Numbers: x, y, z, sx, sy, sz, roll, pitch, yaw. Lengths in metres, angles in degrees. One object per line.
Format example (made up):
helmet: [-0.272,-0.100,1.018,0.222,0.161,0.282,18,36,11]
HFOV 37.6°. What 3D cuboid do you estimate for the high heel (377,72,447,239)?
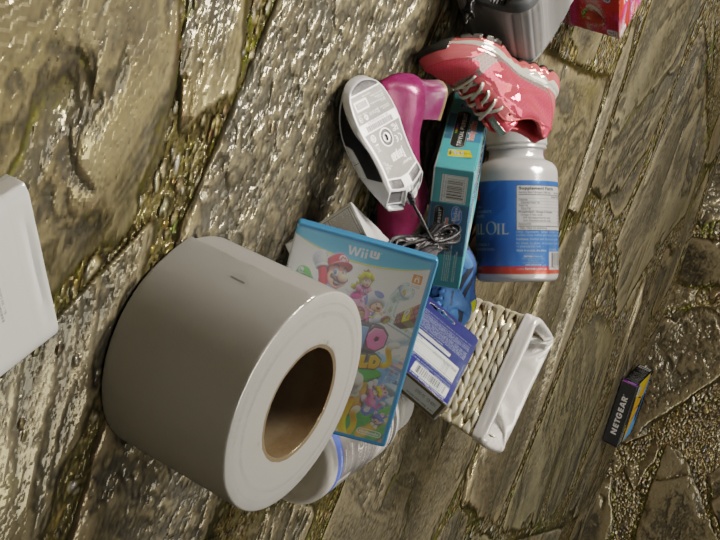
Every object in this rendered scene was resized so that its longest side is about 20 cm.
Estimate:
high heel: [0.032,-0.113,1.137,0.095,0.067,0.202,-7,125,-44]

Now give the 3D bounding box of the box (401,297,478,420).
box: [0.073,0.091,1.271,0.033,0.121,0.200,-52,178,26]

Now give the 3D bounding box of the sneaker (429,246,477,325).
sneaker: [0.108,0.024,1.388,0.079,0.065,0.201,-50,150,-25]

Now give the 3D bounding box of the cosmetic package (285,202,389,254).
cosmetic package: [0.000,0.000,1.127,0.082,0.051,0.200,-30,156,10]

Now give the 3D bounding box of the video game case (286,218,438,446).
video game case: [-0.017,0.064,1.040,0.018,0.141,0.203,-83,-172,-75]

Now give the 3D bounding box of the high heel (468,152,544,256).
high heel: [0.199,-0.093,1.462,0.096,0.067,0.203,-29,140,-68]

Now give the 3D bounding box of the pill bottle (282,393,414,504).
pill bottle: [-0.026,0.170,1.182,0.199,0.113,0.115,-25,132,-56]

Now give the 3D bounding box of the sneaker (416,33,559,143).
sneaker: [0.149,-0.199,1.178,0.198,0.073,0.088,13,72,-33]

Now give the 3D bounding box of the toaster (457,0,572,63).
toaster: [0.179,-0.325,1.186,0.202,0.112,0.129,-62,157,-15]

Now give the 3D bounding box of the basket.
basket: [0.187,0.151,1.581,0.202,0.122,0.135,-64,155,-6]

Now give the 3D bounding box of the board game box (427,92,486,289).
board game box: [0.113,-0.099,1.235,0.201,0.046,0.153,-71,168,-55]

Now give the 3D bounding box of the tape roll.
tape roll: [-0.107,0.088,0.924,0.203,0.138,0.205,-45,148,-39]

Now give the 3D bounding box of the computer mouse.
computer mouse: [0.028,-0.099,1.071,0.109,0.044,0.202,-32,101,-43]

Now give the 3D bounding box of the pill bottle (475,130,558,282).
pill bottle: [0.206,-0.087,1.395,0.112,0.111,0.204,-1,90,-63]

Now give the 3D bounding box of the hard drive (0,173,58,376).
hard drive: [-0.282,0.043,0.670,0.200,0.026,0.133,-44,146,-41]

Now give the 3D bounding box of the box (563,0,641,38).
box: [0.326,-0.423,1.415,0.100,0.095,0.201,-56,153,-20]

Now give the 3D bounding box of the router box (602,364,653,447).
router box: [0.758,0.383,2.992,0.149,0.051,0.203,-24,131,-54]
